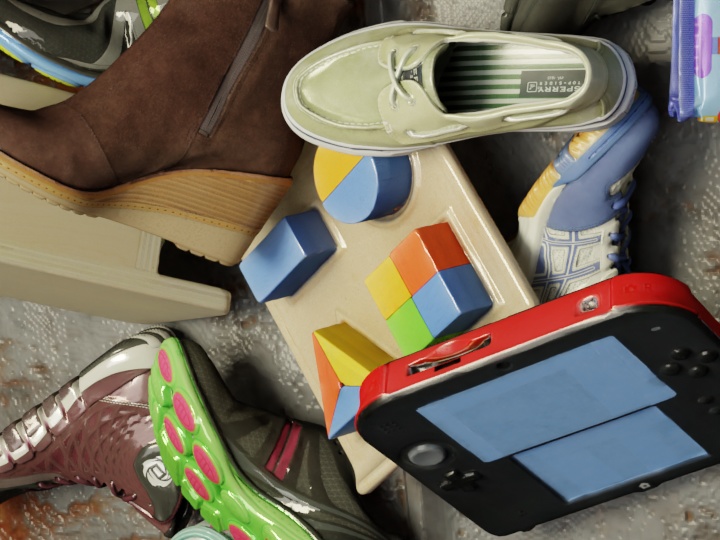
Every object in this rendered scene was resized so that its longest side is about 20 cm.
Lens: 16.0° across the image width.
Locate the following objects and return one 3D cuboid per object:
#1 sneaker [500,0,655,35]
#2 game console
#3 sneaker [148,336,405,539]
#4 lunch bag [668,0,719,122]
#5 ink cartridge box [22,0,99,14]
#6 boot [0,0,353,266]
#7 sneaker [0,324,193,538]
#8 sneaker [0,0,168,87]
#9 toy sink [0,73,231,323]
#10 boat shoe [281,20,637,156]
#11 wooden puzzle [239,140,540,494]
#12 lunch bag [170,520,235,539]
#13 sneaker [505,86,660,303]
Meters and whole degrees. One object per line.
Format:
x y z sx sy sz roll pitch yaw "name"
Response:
0.146 -0.168 1.328 0.091 0.076 0.200 40 124 3 "sneaker"
0.115 0.077 1.356 0.199 0.177 0.031 -21 48 25 "game console"
-0.052 0.119 1.512 0.200 0.084 0.077 50 146 4 "sneaker"
0.230 -0.173 1.252 0.149 0.094 0.202 1 95 4 "lunch bag"
-0.259 -0.200 1.466 0.199 0.086 0.147 -22 77 -5 "ink cartridge box"
-0.116 -0.108 1.387 0.167 0.199 0.072 -68 24 4 "boot"
-0.164 0.130 1.586 0.200 0.076 0.116 -37 87 31 "sneaker"
-0.114 -0.142 1.445 0.198 0.071 0.083 0 102 -10 "sneaker"
-0.179 -0.044 1.490 0.130 0.199 0.113 -7 72 59 "toy sink"
0.043 -0.101 1.326 0.199 0.062 0.073 -4 81 25 "boat shoe"
0.000 0.000 1.422 0.185 0.046 0.201 -45 63 43 "wooden puzzle"
-0.064 0.248 1.557 0.200 0.077 0.161 44 120 13 "lunch bag"
0.124 -0.011 1.389 0.088 0.075 0.201 36 128 8 "sneaker"
